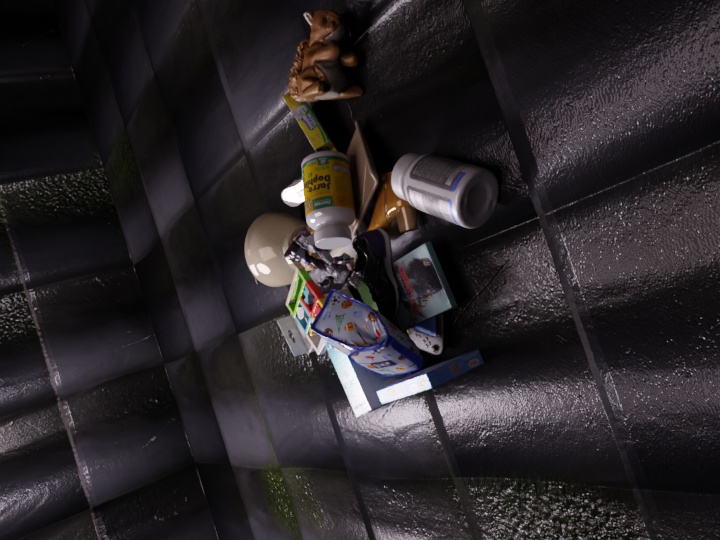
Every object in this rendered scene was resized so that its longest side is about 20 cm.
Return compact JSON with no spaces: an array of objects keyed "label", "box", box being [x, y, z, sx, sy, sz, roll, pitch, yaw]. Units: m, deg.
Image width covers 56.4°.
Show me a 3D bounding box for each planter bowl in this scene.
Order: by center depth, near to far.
[{"label":"planter bowl","box":[-0.185,-0.059,1.768,0.134,0.200,0.202,-2,102,45]}]

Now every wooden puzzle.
[{"label":"wooden puzzle","box":[-0.002,-0.208,1.529,0.200,0.037,0.186,111,152,-50]}]

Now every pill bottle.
[{"label":"pill bottle","box":[0.156,-0.160,1.289,0.200,0.113,0.115,29,126,47]},{"label":"pill bottle","box":[-0.070,-0.155,1.505,0.113,0.112,0.201,-30,62,56]}]

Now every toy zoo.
[{"label":"toy zoo","box":[-0.109,0.104,1.573,0.200,0.020,0.132,52,139,32]}]

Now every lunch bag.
[{"label":"lunch bag","box":[0.021,0.147,1.442,0.199,0.170,0.124,20,78,39]}]

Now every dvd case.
[{"label":"dvd case","box":[0.115,0.040,1.443,0.200,0.022,0.147,-32,78,55]}]

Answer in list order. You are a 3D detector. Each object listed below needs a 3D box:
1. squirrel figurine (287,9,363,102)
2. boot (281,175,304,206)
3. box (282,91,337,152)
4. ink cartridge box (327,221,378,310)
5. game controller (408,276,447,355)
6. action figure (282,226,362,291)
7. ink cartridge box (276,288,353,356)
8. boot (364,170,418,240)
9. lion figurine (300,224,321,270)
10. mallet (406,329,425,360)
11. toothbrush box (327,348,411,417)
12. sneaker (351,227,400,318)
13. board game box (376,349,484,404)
[{"label":"squirrel figurine","box":[-0.096,-0.480,1.506,0.199,0.141,0.188,6,102,52]},{"label":"boot","box":[-0.110,-0.223,1.676,0.199,0.090,0.073,-9,122,43]},{"label":"box","box":[-0.108,-0.329,1.607,0.201,0.048,0.117,61,-175,20]},{"label":"ink cartridge box","box":[0.000,0.000,1.645,0.145,0.048,0.201,-40,68,54]},{"label":"game controller","box":[0.144,0.084,1.463,0.104,0.042,0.201,11,113,36]},{"label":"action figure","box":[-0.080,-0.013,1.607,0.199,0.069,0.130,33,125,-2]},{"label":"ink cartridge box","box":[-0.097,0.129,1.700,0.118,0.199,0.067,60,144,19]},{"label":"boot","box":[0.054,-0.142,1.498,0.201,0.070,0.145,-20,81,54]},{"label":"lion figurine","box":[-0.095,-0.094,1.654,0.200,0.072,0.123,127,156,-48]},{"label":"mallet","box":[0.110,0.111,1.545,0.066,0.041,0.201,-33,84,39]},{"label":"toothbrush box","box":[0.025,0.229,1.615,0.201,0.146,0.085,64,146,13]},{"label":"sneaker","box":[0.024,0.014,1.461,0.076,0.087,0.201,4,109,53]},{"label":"board game box","box":[0.146,0.228,1.434,0.200,0.151,0.037,-33,78,56]}]
